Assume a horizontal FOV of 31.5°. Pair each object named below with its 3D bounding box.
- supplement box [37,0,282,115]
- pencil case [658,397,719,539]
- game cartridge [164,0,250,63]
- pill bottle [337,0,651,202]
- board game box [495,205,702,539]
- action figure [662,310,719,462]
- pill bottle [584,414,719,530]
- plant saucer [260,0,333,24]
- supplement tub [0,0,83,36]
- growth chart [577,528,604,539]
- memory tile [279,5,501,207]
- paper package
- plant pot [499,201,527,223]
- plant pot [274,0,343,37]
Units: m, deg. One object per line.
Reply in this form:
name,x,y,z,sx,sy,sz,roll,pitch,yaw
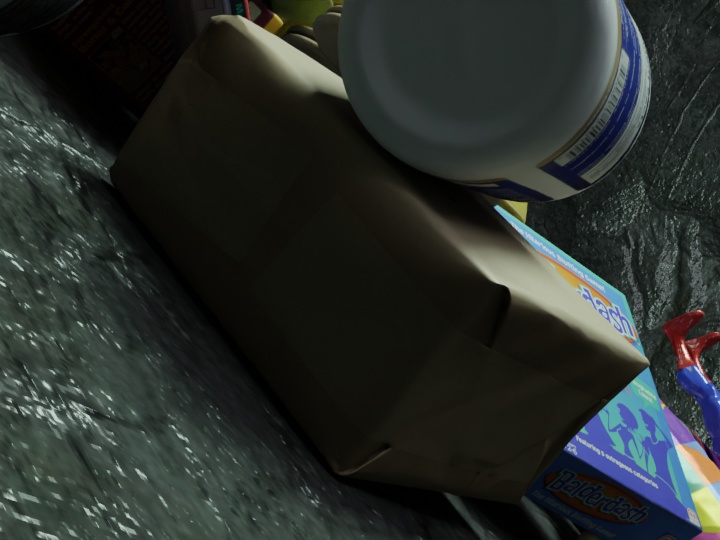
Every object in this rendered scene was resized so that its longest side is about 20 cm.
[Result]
supplement box,-0.158,-0.191,0.803,0.200,0.110,0.086,40,7,-47
pencil case,0.216,0.168,0.882,0.200,0.088,0.088,58,11,30
game cartridge,-0.084,-0.124,0.724,0.130,0.038,0.201,-132,-150,-58
pill bottle,0.073,-0.091,0.592,0.116,0.116,0.200,46,12,14
board game box,0.122,0.061,0.780,0.152,0.045,0.200,31,32,-30
action figure,0.294,0.117,0.936,0.065,0.099,0.201,37,37,-45
pill bottle,0.253,0.194,1.027,0.200,0.112,0.113,40,7,-43
plant saucer,-0.078,-0.226,0.749,0.200,0.031,0.200,59,-2,3
supplement tub,-0.152,-0.147,0.470,0.123,0.123,0.200,44,5,-9
growth chart,0.178,0.202,0.829,0.145,0.018,0.200,55,6,-1
memory tile,-0.005,-0.087,0.776,0.153,0.017,0.200,45,-22,-20
paper package,0.012,-0.001,0.605,0.200,0.104,0.190,48,14,31
plant pot,0.029,-0.087,1.086,0.195,0.194,0.200,40,13,-46
plant pot,-0.003,-0.123,0.927,0.200,0.200,0.142,48,3,30
